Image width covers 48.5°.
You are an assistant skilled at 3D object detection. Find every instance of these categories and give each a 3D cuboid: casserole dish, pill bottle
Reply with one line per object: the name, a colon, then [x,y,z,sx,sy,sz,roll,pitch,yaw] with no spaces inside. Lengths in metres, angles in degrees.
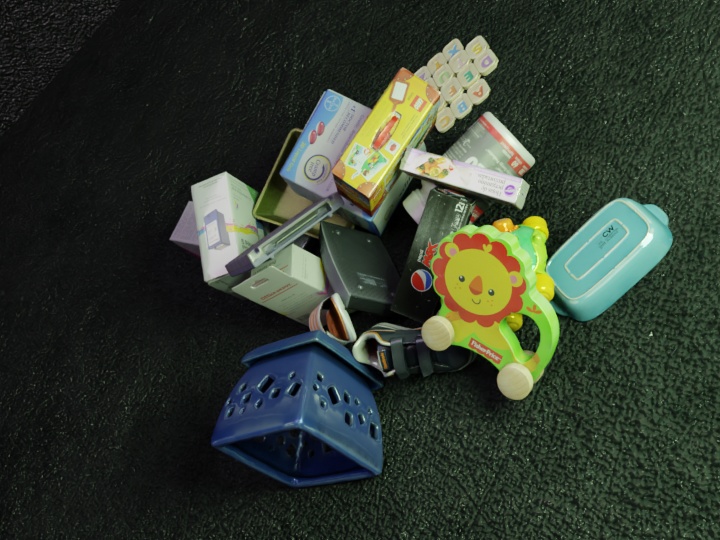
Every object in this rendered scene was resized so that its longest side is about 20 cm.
casserole dish: [0.333,-0.021,1.103,0.200,0.039,0.121,-44,42,12]
pill bottle: [0.171,-0.144,1.283,0.200,0.114,0.114,-45,42,13]

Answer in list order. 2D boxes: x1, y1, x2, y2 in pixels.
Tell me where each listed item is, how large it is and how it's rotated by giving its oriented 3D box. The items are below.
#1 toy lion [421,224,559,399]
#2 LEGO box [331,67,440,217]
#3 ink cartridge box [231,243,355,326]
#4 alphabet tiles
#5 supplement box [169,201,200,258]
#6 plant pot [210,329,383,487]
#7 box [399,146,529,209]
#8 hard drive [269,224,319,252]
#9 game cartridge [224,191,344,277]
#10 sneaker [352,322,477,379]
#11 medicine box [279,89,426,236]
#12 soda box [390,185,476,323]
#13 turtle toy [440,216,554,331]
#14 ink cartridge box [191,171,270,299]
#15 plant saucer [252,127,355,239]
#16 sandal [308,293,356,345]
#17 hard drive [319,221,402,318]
toy lion: [0.178,0.044,1.070,0.199,0.069,0.193,32,123,19]
LEGO box: [0.042,-0.203,1.295,0.077,0.149,0.201,34,85,7]
ink cartridge box: [-0.111,0.024,1.373,0.117,0.199,0.068,-26,50,36]
alphabet tiles: [0.165,-0.352,1.502,0.199,0.015,0.197,-38,44,20]
supplement box: [-0.304,-0.077,1.713,0.199,0.101,0.104,9,71,46]
plant pot: [-0.085,0.212,1.243,0.199,0.200,0.181,-19,46,35]
box: [0.154,-0.141,1.205,0.199,0.041,0.039,21,91,27]
hard drive: [-0.150,-0.046,1.594,0.139,0.033,0.201,31,88,50]
game cartridge: [-0.128,-0.058,1.347,0.200,0.039,0.129,-38,6,-26]
sneaker: [0.077,0.124,1.204,0.199,0.079,0.079,-2,107,40]
medicine box: [-0.011,-0.193,1.439,0.199,0.103,0.183,27,84,17]
soda box: [0.112,-0.024,1.227,0.070,0.063,0.202,21,106,13]
turtle toy: [0.194,0.007,1.153,0.200,0.100,0.147,-51,25,44]
ink cartridge box: [-0.235,-0.062,1.509,0.087,0.145,0.202,-18,69,19]
plant saucer: [-0.077,-0.153,1.527,0.198,0.048,0.201,19,74,14]
sandal: [-0.052,0.096,1.304,0.059,0.207,0.080,-22,80,-11]
hard drive: [0.000,0.000,1.347,0.043,0.134,0.201,-59,34,29]
